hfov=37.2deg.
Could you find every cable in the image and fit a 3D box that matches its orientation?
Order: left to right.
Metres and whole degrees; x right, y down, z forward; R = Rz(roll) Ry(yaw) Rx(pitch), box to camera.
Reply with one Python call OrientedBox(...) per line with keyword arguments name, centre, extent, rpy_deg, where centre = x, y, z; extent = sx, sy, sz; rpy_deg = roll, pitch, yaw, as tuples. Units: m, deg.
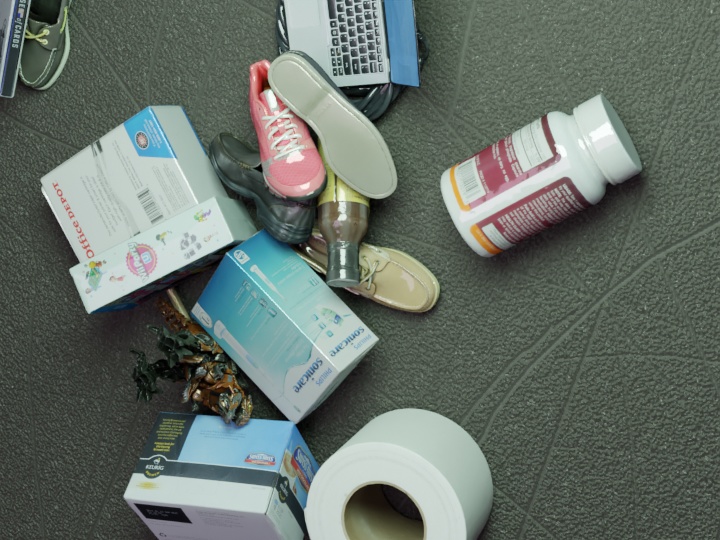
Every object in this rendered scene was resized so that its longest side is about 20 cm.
OrientedBox(name="cable", centre=(-0.023, -0.277, 1.284), extent=(0.200, 0.051, 0.163), rpy_deg=(44, 116, 5))

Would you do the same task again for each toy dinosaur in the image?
OrientedBox(name="toy dinosaur", centre=(-0.216, 0.119, 1.359), extent=(0.200, 0.136, 0.102), rpy_deg=(31, 108, 37))

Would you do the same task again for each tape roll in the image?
OrientedBox(name="tape roll", centre=(0.050, 0.285, 1.309), extent=(0.202, 0.139, 0.203), rpy_deg=(4, 102, 19))

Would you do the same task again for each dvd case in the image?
OrientedBox(name="dvd case", centre=(-0.466, -0.342, 1.401), extent=(0.150, 0.025, 0.200), rpy_deg=(38, 116, 52))

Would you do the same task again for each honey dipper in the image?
OrientedBox(name="honey dipper", centre=(-0.234, 0.067, 1.434), extent=(0.038, 0.038, 0.200), rpy_deg=(-25, 95, 23))

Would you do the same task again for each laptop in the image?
OrientedBox(name="laptop", centre=(-0.017, -0.294, 1.183), extent=(0.200, 0.116, 0.188), rpy_deg=(0, 105, 23))

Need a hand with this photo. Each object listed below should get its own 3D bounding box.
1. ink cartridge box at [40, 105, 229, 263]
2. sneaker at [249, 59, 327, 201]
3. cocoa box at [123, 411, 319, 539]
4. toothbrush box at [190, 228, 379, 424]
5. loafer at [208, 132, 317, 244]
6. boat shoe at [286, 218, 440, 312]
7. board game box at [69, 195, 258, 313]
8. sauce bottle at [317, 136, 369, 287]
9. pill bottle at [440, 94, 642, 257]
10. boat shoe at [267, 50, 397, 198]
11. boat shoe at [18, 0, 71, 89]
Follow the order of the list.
OrientedBox(name="ink cartridge box", centre=(-0.295, -0.104, 1.394), extent=(0.200, 0.084, 0.146), rpy_deg=(-27, 89, 24))
OrientedBox(name="sneaker", centre=(-0.097, -0.164, 1.240), extent=(0.074, 0.087, 0.200), rpy_deg=(-21, 54, -2))
OrientedBox(name="cocoa box", centre=(-0.171, 0.273, 1.370), extent=(0.200, 0.131, 0.133), rpy_deg=(1, 140, 20))
OrientedBox(name="toothbrush box", centre=(-0.097, 0.069, 1.325), extent=(0.200, 0.085, 0.146), rpy_deg=(46, 137, 9))
OrientedBox(name="loafer", centre=(-0.114, -0.118, 1.309), extent=(0.200, 0.073, 0.072), rpy_deg=(44, 123, 30))
OrientedBox(name="boat shoe", centre=(0.000, 0.000, 1.313), extent=(0.200, 0.065, 0.071), rpy_deg=(24, 107, 15))
OrientedBox(name="board game box", centre=(-0.237, -0.019, 1.327), extent=(0.200, 0.148, 0.064), rpy_deg=(-26, 87, 8))
OrientedBox(name="sauce bottle", centre=(-0.021, -0.081, 1.270), extent=(0.065, 0.065, 0.200), rpy_deg=(-4, 75, 21))
OrientedBox(name="pill bottle", centre=(0.201, -0.106, 1.190), extent=(0.200, 0.114, 0.114), rpy_deg=(-28, 90, 23))
OrientedBox(name="boat shoe", centre=(-0.023, -0.171, 1.222), extent=(0.073, 0.063, 0.200), rpy_deg=(-36, 103, 26))
OrientedBox(name="boat shoe", centre=(-0.419, -0.334, 1.406), extent=(0.072, 0.061, 0.201), rpy_deg=(20, 108, 5))
